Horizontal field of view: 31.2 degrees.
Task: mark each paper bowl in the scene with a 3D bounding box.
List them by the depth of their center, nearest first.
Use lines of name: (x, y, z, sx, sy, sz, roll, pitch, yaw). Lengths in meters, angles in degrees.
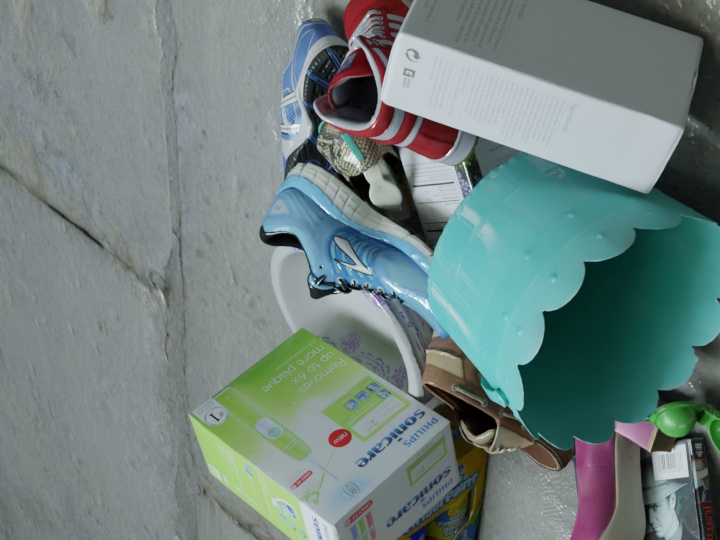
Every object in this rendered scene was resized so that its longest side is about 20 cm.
paper bowl: (0.017, 0.029, 1.200, 0.200, 0.104, 0.201, 39, 152, 26)

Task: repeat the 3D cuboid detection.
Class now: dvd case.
dvd case: (0.241, 0.247, 1.073, 0.146, 0.022, 0.201, -23, 69, 55)

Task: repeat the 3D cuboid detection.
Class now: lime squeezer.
lime squeezer: (0.254, 0.134, 0.994, 0.199, 0.071, 0.038, 26, 160, 11)

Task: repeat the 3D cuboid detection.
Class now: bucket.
bucket: (0.158, 0.015, 0.948, 0.135, 0.207, 0.208, 45, 142, 41)

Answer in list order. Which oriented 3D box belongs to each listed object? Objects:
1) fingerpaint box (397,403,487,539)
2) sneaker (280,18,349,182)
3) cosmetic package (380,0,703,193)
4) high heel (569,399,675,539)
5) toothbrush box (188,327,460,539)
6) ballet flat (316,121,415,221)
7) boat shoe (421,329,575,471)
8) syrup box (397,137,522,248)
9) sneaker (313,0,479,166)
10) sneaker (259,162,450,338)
fingerpaint box: (0.032, 0.252, 1.261, 0.073, 0.200, 0.167, 32, 134, 35)
sneaker: (-0.039, -0.147, 1.222, 0.200, 0.075, 0.077, 105, 150, -44)
cosmetic package: (0.126, -0.138, 0.893, 0.199, 0.102, 0.074, 21, 142, 4)
high heel: (0.189, 0.182, 1.070, 0.096, 0.067, 0.201, 28, 106, 46)
toothbrush box: (-0.033, 0.160, 1.162, 0.200, 0.145, 0.086, 31, 146, 38)
ballet flat: (0.015, -0.078, 1.102, 0.075, 0.068, 0.200, 58, -174, 15)
boat shoe: (0.115, 0.123, 1.122, 0.076, 0.072, 0.200, 3, 145, 51)
syrup box: (0.100, -0.059, 1.077, 0.081, 0.079, 0.201, -3, 109, 53)
sneaker: (0.006, -0.164, 0.993, 0.071, 0.112, 0.200, -56, 43, 28)
sneaker: (0.000, 0.000, 1.067, 0.200, 0.090, 0.078, 36, 167, 19)
